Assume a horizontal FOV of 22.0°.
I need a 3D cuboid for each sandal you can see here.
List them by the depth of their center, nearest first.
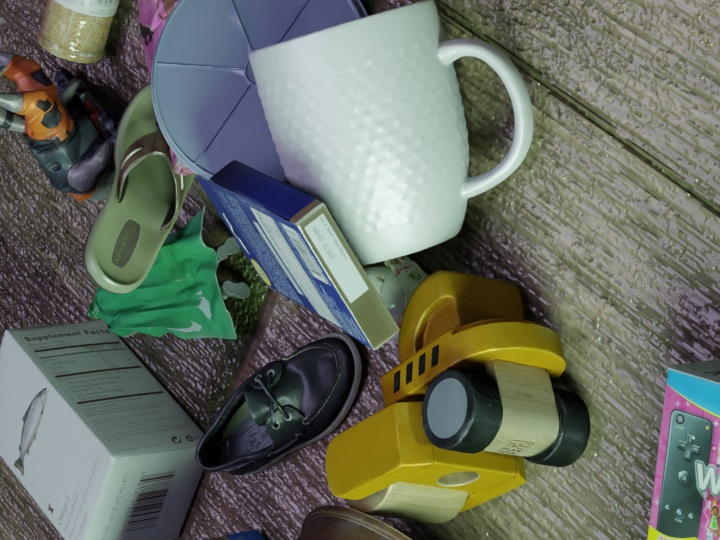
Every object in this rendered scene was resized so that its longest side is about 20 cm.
[{"bbox_3d":[-0.182,-0.074,1.623,0.057,0.079,0.202,-30,42,59],"label":"sandal"}]

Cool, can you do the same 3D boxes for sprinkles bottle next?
[{"bbox_3d":[-0.245,-0.295,1.718,0.068,0.068,0.201,40,121,38],"label":"sprinkles bottle"}]

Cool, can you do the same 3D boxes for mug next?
[{"bbox_3d":[0.032,-0.106,1.393,0.199,0.148,0.176,-14,97,21],"label":"mug"}]

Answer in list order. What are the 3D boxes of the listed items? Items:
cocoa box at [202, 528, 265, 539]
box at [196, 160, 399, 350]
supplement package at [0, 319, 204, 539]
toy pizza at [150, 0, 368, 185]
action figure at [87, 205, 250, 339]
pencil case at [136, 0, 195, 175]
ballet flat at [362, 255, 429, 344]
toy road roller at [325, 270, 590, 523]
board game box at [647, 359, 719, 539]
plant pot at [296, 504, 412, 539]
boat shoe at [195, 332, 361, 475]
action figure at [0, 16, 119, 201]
[{"bbox_3d":[-0.135,0.347,1.606,0.133,0.131,0.201,46,124,34],"label":"cocoa box"},{"bbox_3d":[-0.052,-0.018,1.417,0.121,0.032,0.200,59,164,-27],"label":"box"},{"bbox_3d":[-0.250,0.152,1.724,0.200,0.117,0.117,43,123,37],"label":"supplement package"},{"bbox_3d":[-0.078,-0.162,1.528,0.199,0.032,0.202,-2,83,18],"label":"toy pizza"},{"bbox_3d":[-0.184,0.018,1.688,0.199,0.055,0.119,-14,85,43],"label":"action figure"},{"bbox_3d":[-0.139,-0.180,1.604,0.086,0.082,0.201,-27,73,60],"label":"pencil case"},{"bbox_3d":[0.000,0.000,1.482,0.200,0.064,0.076,49,128,32],"label":"ballet flat"},{"bbox_3d":[0.067,0.091,1.383,0.200,0.122,0.147,-36,53,42],"label":"toy road roller"},{"bbox_3d":[0.262,0.173,1.214,0.147,0.064,0.201,16,104,45],"label":"board game box"},{"bbox_3d":[-0.026,0.315,1.381,0.200,0.198,0.201,32,150,22],"label":"plant pot"},{"bbox_3d":[-0.076,0.117,1.571,0.199,0.066,0.075,-36,67,43],"label":"boat shoe"},{"bbox_3d":[-0.291,-0.140,1.718,0.105,0.194,0.200,-41,32,-2],"label":"action figure"}]
